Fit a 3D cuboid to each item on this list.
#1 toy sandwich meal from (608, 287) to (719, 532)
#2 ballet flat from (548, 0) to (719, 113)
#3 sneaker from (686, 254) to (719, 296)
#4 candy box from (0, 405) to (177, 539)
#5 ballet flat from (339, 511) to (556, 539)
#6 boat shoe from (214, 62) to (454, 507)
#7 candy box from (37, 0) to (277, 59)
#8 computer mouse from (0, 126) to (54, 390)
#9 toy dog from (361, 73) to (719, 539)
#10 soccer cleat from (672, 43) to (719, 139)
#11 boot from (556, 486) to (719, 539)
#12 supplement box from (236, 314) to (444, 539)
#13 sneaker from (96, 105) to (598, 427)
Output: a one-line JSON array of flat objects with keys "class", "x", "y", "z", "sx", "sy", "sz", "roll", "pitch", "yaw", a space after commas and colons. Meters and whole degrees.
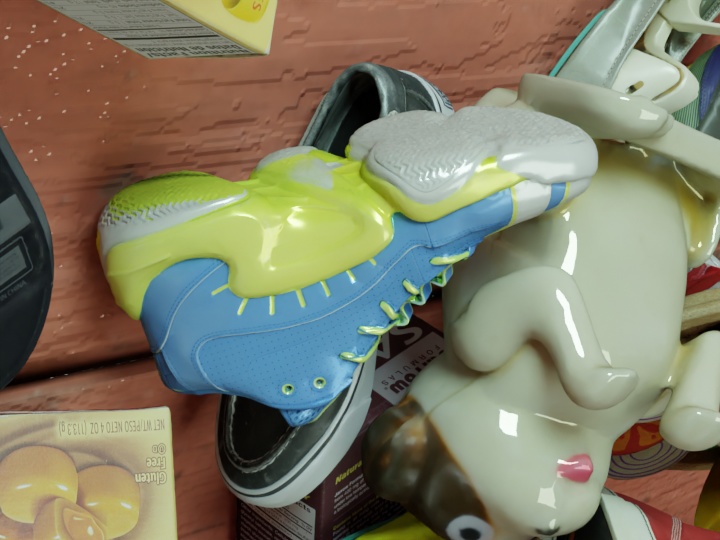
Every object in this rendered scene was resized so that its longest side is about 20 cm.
[{"class": "toy sandwich meal", "x": 0.196, "y": 0.072, "z": 0.994, "sx": 0.203, "sy": 0.071, "sz": 0.206, "roll": -4, "pitch": 150, "yaw": -2}, {"class": "ballet flat", "x": 0.151, "y": -0.117, "z": 1.014, "sx": 0.201, "sy": 0.064, "sz": 0.067, "roll": -56, "pitch": 149, "yaw": -1}, {"class": "sneaker", "x": 0.179, "y": 0.009, "z": 1.088, "sx": 0.200, "sy": 0.071, "sz": 0.113, "roll": 131, "pitch": -24, "yaw": -62}, {"class": "candy box", "x": -0.126, "y": 0.154, "z": 0.782, "sx": 0.115, "sy": 0.055, "sz": 0.202, "roll": 1, "pitch": 83, "yaw": -42}, {"class": "ballet flat", "x": 0.053, "y": 0.130, "z": 0.982, "sx": 0.200, "sy": 0.067, "sz": 0.067, "roll": -29, "pitch": 138, "yaw": -42}, {"class": "boat shoe", "x": -0.021, "y": 0.007, "z": 0.882, "sx": 0.068, "sy": 0.073, "sz": 0.200, "roll": 11, "pitch": 109, "yaw": -60}, {"class": "candy box", "x": -0.092, "y": -0.149, "z": 0.633, "sx": 0.200, "sy": 0.056, "sz": 0.118, "roll": 23, "pitch": 73, "yaw": -59}, {"class": "computer mouse", "x": -0.158, "y": -0.043, "z": 0.686, "sx": 0.138, "sy": 0.053, "sz": 0.201, "roll": -36, "pitch": 132, "yaw": -33}, {"class": "toy dog", "x": 0.073, "y": 0.024, "z": 0.898, "sx": 0.139, "sy": 0.193, "sz": 0.201, "roll": 19, "pitch": 88, "yaw": -49}, {"class": "soccer cleat", "x": 0.153, "y": -0.050, "z": 1.074, "sx": 0.200, "sy": 0.084, "sz": 0.065, "roll": -41, "pitch": 103, "yaw": -12}, {"class": "boot", "x": 0.164, "y": 0.152, "z": 0.947, "sx": 0.200, "sy": 0.143, "sz": 0.073, "roll": -85, "pitch": -168, "yaw": -83}, {"class": "supplement box", "x": -0.006, "y": 0.126, "z": 1.019, "sx": 0.109, "sy": 0.061, "sz": 0.201, "roll": -32, "pitch": 141, "yaw": -37}, {"class": "sneaker", "x": 0.000, "y": 0.000, "z": 0.819, "sx": 0.076, "sy": 0.198, "sz": 0.106, "roll": -85, "pitch": 164, "yaw": -70}]
